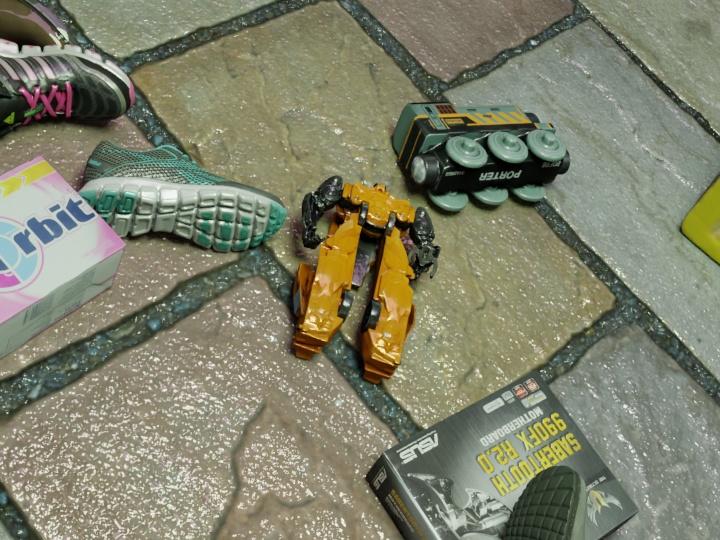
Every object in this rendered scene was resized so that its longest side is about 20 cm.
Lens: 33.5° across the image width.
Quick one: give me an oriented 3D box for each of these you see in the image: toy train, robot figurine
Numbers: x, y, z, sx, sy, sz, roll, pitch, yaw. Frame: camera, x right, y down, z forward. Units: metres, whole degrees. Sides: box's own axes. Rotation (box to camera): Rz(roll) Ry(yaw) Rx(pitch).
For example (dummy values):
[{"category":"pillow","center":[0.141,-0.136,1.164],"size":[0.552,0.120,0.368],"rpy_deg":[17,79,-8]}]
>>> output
[{"category":"toy train","center":[0.130,-0.131,1.279],"size":[0.197,0.086,0.115],"rpy_deg":[-7,49,-29]},{"category":"robot figurine","center":[0.000,0.000,1.130],"size":[0.143,0.058,0.202],"rpy_deg":[20,50,-10]}]

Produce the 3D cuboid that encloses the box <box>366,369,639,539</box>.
[{"category":"box","center":[0.125,0.195,1.047],"size":[0.198,0.049,0.159],"rpy_deg":[-21,66,-35]}]

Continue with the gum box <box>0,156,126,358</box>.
[{"category":"gum box","center":[-0.299,-0.002,0.986],"size":[0.113,0.066,0.199],"rpy_deg":[45,49,10]}]

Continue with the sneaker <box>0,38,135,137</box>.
[{"category":"sneaker","center":[-0.309,-0.161,1.101],"size":[0.196,0.074,0.089],"rpy_deg":[10,51,-11]}]

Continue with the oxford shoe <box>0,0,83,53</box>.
[{"category":"oxford shoe","center":[-0.359,-0.234,1.144],"size":[0.198,0.073,0.085],"rpy_deg":[27,65,-1]}]

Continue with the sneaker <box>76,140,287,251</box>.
[{"category":"sneaker","center":[-0.163,-0.078,1.106],"size":[0.197,0.078,0.092],"rpy_deg":[9,48,-21]}]

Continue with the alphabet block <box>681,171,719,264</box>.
[{"category":"alphabet block","center":[0.515,-0.093,1.349],"size":[0.195,0.197,0.200],"rpy_deg":[40,49,10]}]

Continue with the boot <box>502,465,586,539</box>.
[{"category":"boot","center":[0.176,0.269,0.966],"size":[0.129,0.067,0.204],"rpy_deg":[20,74,-32]}]
